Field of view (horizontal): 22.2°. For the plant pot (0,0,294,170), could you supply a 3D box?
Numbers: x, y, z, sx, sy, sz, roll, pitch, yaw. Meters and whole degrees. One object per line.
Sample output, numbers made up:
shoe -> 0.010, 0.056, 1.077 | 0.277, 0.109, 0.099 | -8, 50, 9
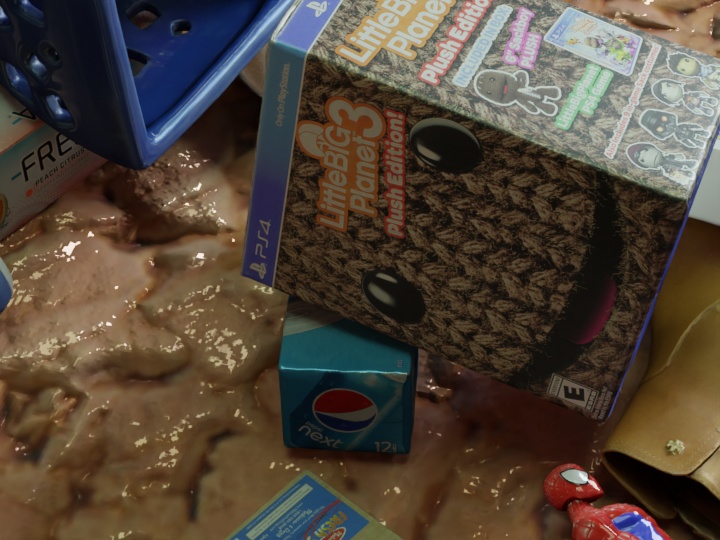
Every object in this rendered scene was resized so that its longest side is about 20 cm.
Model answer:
plant pot -> -0.155, -0.206, 1.034 | 0.179, 0.201, 0.200 | 16, 48, 26

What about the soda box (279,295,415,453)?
soda box -> 0.000, 0.000, 0.994 | 0.067, 0.065, 0.201 | 2, 46, 4

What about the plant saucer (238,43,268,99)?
plant saucer -> 0.012, -0.144, 1.162 | 0.198, 0.037, 0.201 | -1, 46, 1

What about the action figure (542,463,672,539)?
action figure -> 0.164, 0.152, 0.854 | 0.199, 0.065, 0.052 | 33, 88, 28

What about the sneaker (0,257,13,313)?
sneaker -> -0.293, 0.033, 0.972 | 0.197, 0.081, 0.116 | 3, 44, 3

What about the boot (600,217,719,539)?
boot -> 0.165, 0.049, 0.947 | 0.201, 0.071, 0.144 | 37, 56, 26

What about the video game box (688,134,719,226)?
video game box -> 0.243, -0.050, 0.999 | 0.198, 0.047, 0.182 | 17, 19, 18

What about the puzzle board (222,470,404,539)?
puzzle board -> -0.039, 0.194, 0.853 | 0.150, 0.017, 0.200 | 32, 54, 30

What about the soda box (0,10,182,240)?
soda box -> -0.194, -0.089, 1.097 | 0.068, 0.064, 0.200 | 30, 54, 27

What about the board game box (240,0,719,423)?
board game box -> 0.057, -0.045, 0.876 | 0.199, 0.160, 0.097 | 22, 48, 10
